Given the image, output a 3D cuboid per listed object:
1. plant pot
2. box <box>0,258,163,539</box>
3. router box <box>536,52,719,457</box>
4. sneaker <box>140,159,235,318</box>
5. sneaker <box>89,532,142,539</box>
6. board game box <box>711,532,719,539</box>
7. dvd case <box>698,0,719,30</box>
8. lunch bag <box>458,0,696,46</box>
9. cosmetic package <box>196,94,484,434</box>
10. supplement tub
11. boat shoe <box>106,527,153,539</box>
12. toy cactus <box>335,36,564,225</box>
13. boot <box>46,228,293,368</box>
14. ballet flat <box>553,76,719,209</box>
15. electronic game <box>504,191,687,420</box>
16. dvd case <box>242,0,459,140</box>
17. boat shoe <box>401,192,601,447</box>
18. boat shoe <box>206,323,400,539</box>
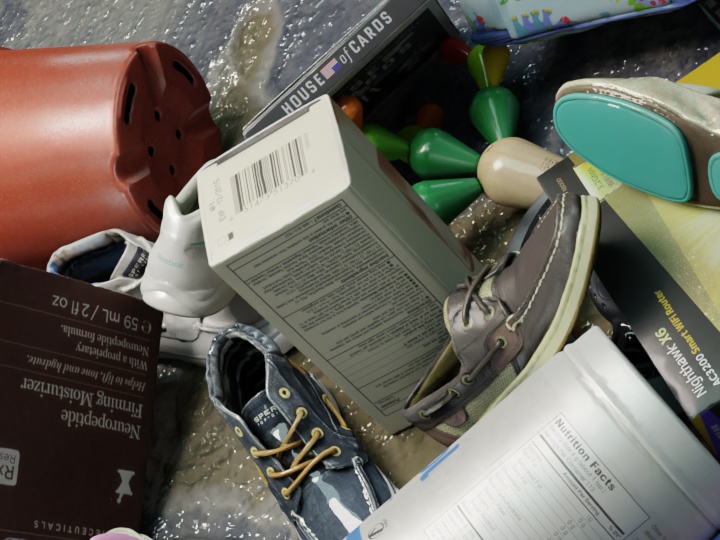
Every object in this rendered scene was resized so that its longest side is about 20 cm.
[{"bbox_3d":[-0.222,-0.085,1.435,0.195,0.201,0.201,-6,54,27],"label":"plant pot"},{"bbox_3d":[-0.251,0.107,1.269,0.164,0.166,0.201,-4,76,37],"label":"box"},{"bbox_3d":[0.211,-0.020,1.064,0.157,0.052,0.200,-35,49,7],"label":"router box"},{"bbox_3d":[-0.079,-0.040,1.302,0.070,0.080,0.200,19,29,15],"label":"sneaker"},{"bbox_3d":[-0.145,0.256,1.125,0.088,0.080,0.201,-17,83,51],"label":"sneaker"},{"bbox_3d":[0.203,0.199,0.949,0.200,0.045,0.135,-42,41,4],"label":"board game box"},{"bbox_3d":[0.324,-0.189,1.184,0.200,0.022,0.146,-40,41,9],"label":"dvd case"},{"bbox_3d":[0.169,-0.218,1.254,0.200,0.083,0.161,-11,23,34],"label":"lunch bag"},{"bbox_3d":[0.000,0.000,1.162,0.103,0.200,0.087,-29,43,15],"label":"cosmetic package"},{"bbox_3d":[0.092,0.141,1.023,0.200,0.132,0.132,-41,41,4],"label":"supplement tub"},{"bbox_3d":[-0.101,0.222,1.169,0.200,0.062,0.072,26,76,47],"label":"boat shoe"},{"bbox_3d":[0.068,-0.082,1.254,0.165,0.102,0.200,16,44,27],"label":"toy cactus"},{"bbox_3d":[-0.133,0.017,1.337,0.200,0.096,0.074,-4,56,38],"label":"boot"},{"bbox_3d":[0.197,-0.066,1.038,0.200,0.068,0.062,25,49,36],"label":"ballet flat"},{"bbox_3d":[0.174,0.001,1.136,0.200,0.042,0.200,-16,54,23],"label":"electronic game"},{"bbox_3d":[-0.002,-0.129,1.297,0.150,0.200,0.025,-42,85,6],"label":"dvd case"},{"bbox_3d":[0.077,0.033,1.081,0.073,0.065,0.200,-77,8,-52],"label":"boat shoe"},{"bbox_3d":[-0.038,0.116,1.181,0.071,0.091,0.200,-42,41,4],"label":"boat shoe"}]
